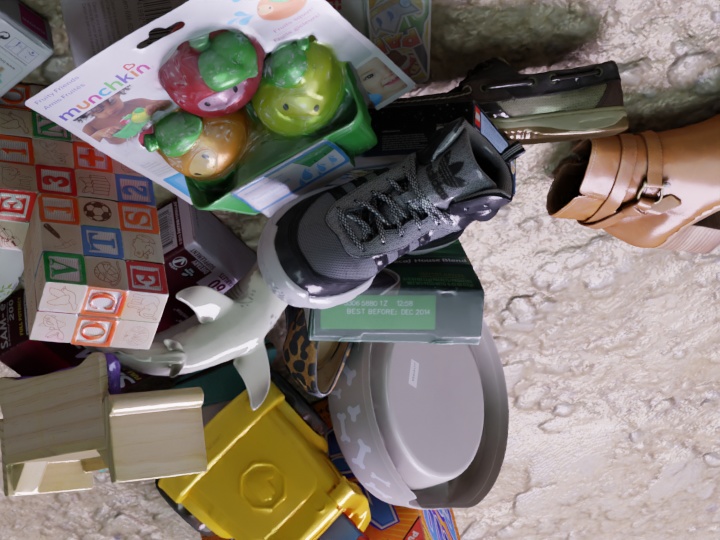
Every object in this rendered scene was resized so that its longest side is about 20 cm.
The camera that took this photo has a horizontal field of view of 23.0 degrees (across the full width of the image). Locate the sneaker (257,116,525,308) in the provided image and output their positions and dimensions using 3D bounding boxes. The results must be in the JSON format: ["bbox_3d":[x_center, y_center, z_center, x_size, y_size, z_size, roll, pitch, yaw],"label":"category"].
[{"bbox_3d":[0.025,-0.044,1.144,0.200,0.076,0.114,-25,173,-46],"label":"sneaker"}]

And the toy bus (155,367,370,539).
[{"bbox_3d":[-0.052,0.194,1.460,0.136,0.192,0.200,-46,168,-3],"label":"toy bus"}]

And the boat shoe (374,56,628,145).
[{"bbox_3d":[0.104,-0.129,1.347,0.198,0.065,0.073,-2,175,-12],"label":"boat shoe"}]

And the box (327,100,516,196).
[{"bbox_3d":[0.004,-0.083,1.300,0.198,0.038,0.137,-2,169,17],"label":"box"}]

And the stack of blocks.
[{"bbox_3d":[-0.208,-0.041,1.256,0.114,0.201,0.059,5,135,-21],"label":"stack of blocks"}]

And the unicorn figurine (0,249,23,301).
[{"bbox_3d":[-0.272,-0.025,1.362,0.137,0.074,0.200,11,147,-37],"label":"unicorn figurine"}]

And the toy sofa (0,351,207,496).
[{"bbox_3d":[-0.205,0.120,1.379,0.082,0.098,0.199,-1,171,-37],"label":"toy sofa"}]

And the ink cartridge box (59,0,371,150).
[{"bbox_3d":[-0.097,-0.173,1.201,0.198,0.084,0.146,-9,138,-4],"label":"ink cartridge box"}]

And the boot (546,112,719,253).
[{"bbox_3d":[0.251,-0.098,1.423,0.154,0.077,0.200,12,139,-20],"label":"boot"}]

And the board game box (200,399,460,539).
[{"bbox_3d":[-0.019,0.262,1.624,0.199,0.201,0.200,-21,137,7],"label":"board game box"}]

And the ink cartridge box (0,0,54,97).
[{"bbox_3d":[-0.328,-0.136,1.244,0.200,0.042,0.119,-37,133,19],"label":"ink cartridge box"}]

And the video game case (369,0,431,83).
[{"bbox_3d":[-0.047,-0.197,1.266,0.198,0.023,0.183,-8,137,-7],"label":"video game case"}]

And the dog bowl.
[{"bbox_3d":[0.047,0.107,1.492,0.058,0.201,0.200,-13,144,36],"label":"dog bowl"}]

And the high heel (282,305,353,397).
[{"bbox_3d":[0.000,0.000,1.395,0.071,0.143,0.200,17,129,-27],"label":"high heel"}]

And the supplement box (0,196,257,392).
[{"bbox_3d":[-0.187,0.030,1.440,0.199,0.061,0.109,-30,136,17],"label":"supplement box"}]

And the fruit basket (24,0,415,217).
[{"bbox_3d":[-0.081,-0.108,1.123,0.184,0.094,0.200,-28,157,17],"label":"fruit basket"}]

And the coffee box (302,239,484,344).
[{"bbox_3d":[0.014,-0.002,1.275,0.122,0.200,0.044,2,108,-5],"label":"coffee box"}]

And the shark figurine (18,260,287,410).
[{"bbox_3d":[-0.150,0.046,1.367,0.213,0.089,0.129,-8,105,-23],"label":"shark figurine"}]

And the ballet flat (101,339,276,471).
[{"bbox_3d":[-0.153,0.125,1.535,0.199,0.071,0.067,-22,173,11],"label":"ballet flat"}]
